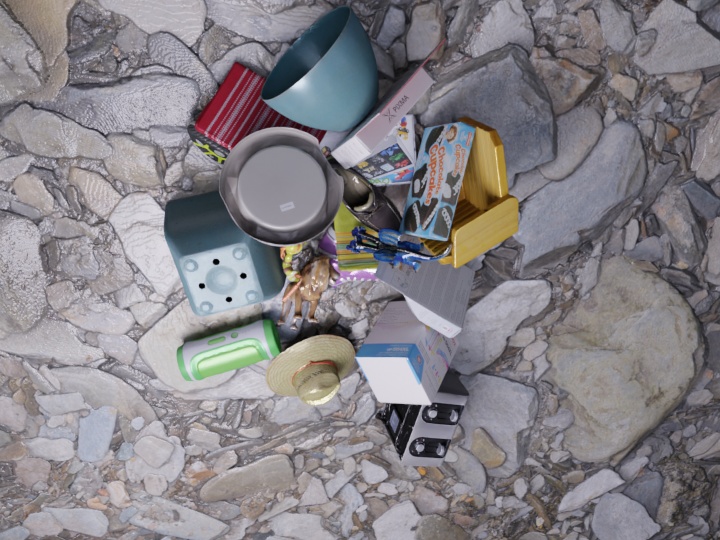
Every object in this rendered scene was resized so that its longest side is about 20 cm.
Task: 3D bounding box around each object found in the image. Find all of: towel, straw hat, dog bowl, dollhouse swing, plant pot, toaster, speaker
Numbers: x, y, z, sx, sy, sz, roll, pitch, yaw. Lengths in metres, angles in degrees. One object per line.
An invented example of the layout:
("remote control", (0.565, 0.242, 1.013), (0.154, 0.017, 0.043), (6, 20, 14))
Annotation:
("towel", (-0.009, -0.100, 1.167), (0.086, 0.018, 0.201), (-6, 92, -11))
("straw hat", (-0.091, 0.233, 1.283), (0.200, 0.085, 0.201), (-13, 133, -15))
("dog bowl", (-0.128, -0.131, 1.011), (0.199, 0.059, 0.201), (1, 78, -6))
("dollhouse swing", (0.168, -0.147, 1.105), (0.181, 0.200, 0.176), (-31, 119, 0))
("plant pot", (-0.243, -0.022, 1.113), (0.196, 0.200, 0.196), (-14, 117, -2))
("plant pot", (-0.047, -0.311, 1.015), (0.200, 0.200, 0.135), (-43, 121, 12))
("toaster", (0.132, 0.300, 1.333), (0.118, 0.200, 0.181), (13, 105, -18))
("speaker", (-0.267, 0.163, 1.259), (0.199, 0.089, 0.089), (-16, 116, -1))
("towel", (-0.168, -0.253, 1.068), (0.200, 0.022, 0.145), (31, 79, -10))

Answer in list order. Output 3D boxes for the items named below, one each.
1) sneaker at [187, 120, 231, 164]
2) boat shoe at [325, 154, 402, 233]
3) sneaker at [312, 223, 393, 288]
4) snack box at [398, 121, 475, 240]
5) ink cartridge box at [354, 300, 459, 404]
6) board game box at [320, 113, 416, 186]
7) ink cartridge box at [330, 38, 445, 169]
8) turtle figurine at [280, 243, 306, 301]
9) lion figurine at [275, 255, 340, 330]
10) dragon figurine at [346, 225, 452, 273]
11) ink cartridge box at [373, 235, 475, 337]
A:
("sneaker", (-0.211, -0.223, 1.106), (0.200, 0.075, 0.077), (24, 79, -15))
("boat shoe", (0.004, -0.123, 1.106), (0.200, 0.065, 0.073), (39, 103, -24))
("sneaker", (0.000, 0.000, 1.235), (0.200, 0.073, 0.114), (30, 111, -9))
("snack box", (0.133, -0.156, 1.089), (0.037, 0.116, 0.201), (14, 90, -27))
("ink cartridge box", (0.104, 0.153, 1.250), (0.125, 0.200, 0.129), (-5, 125, 36))
("board game box", (0.001, -0.216, 1.134), (0.199, 0.035, 0.127), (-6, 101, -6))
("ink cartridge box", (0.056, -0.268, 1.009), (0.045, 0.176, 0.200), (44, 65, -14))
("turtle figurine", (-0.119, -0.055, 1.134), (0.064, 0.161, 0.201), (14, 109, -2))
("lion figurine", (-0.117, 0.045, 1.204), (0.072, 0.200, 0.123), (15, 71, -32))
("dragon figurine", (0.060, -0.038, 1.093), (0.099, 0.200, 0.059), (20, 85, -40))
("ink cartridge box", (0.124, 0.018, 1.214), (0.200, 0.163, 0.057), (28, 138, -6))
